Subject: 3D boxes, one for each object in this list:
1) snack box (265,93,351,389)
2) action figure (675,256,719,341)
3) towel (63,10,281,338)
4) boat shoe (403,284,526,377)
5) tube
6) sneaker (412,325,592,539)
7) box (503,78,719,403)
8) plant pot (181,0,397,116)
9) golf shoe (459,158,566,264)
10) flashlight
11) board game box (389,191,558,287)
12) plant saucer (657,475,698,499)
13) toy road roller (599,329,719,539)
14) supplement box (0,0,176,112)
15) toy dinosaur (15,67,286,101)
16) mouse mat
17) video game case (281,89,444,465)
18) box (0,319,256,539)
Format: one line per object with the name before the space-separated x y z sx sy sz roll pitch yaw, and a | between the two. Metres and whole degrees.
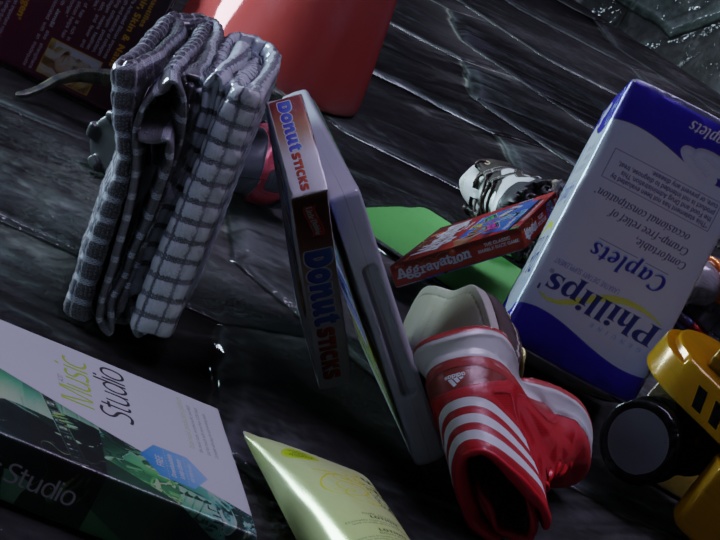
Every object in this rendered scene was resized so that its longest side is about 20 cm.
snack box | -0.030 -0.013 1.413 0.024 0.200 0.072 -12 56 -4
action figure | 0.310 0.019 2.107 0.200 0.105 0.193 41 9 35
towel | -0.116 -0.059 1.424 0.085 0.166 0.200 21 14 -2
boat shoe | 0.075 0.052 1.550 0.059 0.072 0.200 25 -2 -13
tube | -0.008 0.129 1.218 0.200 0.052 0.058 -128 -167 -69
sneaker | 0.089 0.122 1.430 0.200 0.078 0.116 38 38 -52
box | 0.181 -0.016 1.691 0.105 0.201 0.184 27 -2 2
plant pot | -0.048 -0.268 2.262 0.200 0.178 0.201 27 14 -8
golf shoe | 0.122 -0.054 2.078 0.094 0.078 0.200 20 5 12
flashlight | -0.113 -0.083 1.728 0.199 0.068 0.068 5 68 -50
board game box | 0.091 -0.025 1.838 0.200 0.102 0.020 -37 108 -75
plant saucer | 0.302 0.152 1.728 0.199 0.049 0.200 31 14 8
toy road roller | 0.265 0.113 1.548 0.200 0.146 0.123 45 19 21
supplement box | -0.251 -0.216 1.825 0.199 0.111 0.086 26 14 -14
toy dinosaur | -0.148 -0.134 1.773 0.199 0.048 0.088 -2 -5 3
mouse mat | 0.074 -0.011 1.945 0.161 0.008 0.200 34 14 20
video game case | 0.000 0.000 1.488 0.022 0.183 0.200 -19 23 -3
box | -0.152 0.073 1.157 0.199 0.036 0.144 23 15 -19
